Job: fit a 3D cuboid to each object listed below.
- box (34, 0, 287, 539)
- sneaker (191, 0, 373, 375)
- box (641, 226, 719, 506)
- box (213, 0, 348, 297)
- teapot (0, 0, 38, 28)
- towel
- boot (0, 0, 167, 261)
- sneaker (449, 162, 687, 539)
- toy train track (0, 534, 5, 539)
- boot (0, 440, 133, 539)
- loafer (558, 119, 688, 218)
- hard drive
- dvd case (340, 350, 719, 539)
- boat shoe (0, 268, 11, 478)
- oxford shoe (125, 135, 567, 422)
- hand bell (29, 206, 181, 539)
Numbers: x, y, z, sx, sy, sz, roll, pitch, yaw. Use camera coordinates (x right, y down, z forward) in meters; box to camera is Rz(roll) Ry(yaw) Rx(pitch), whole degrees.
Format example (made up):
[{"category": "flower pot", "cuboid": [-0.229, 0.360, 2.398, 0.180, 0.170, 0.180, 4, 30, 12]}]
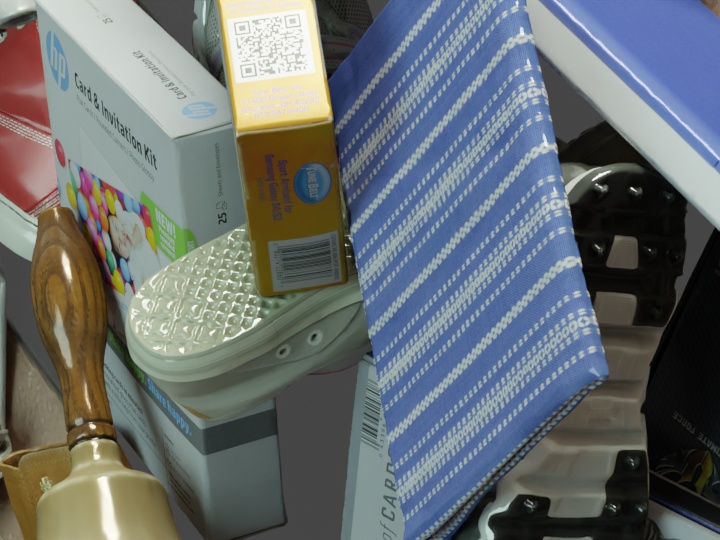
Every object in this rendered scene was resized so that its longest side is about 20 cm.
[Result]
[{"category": "box", "cuboid": [-0.086, -0.004, 1.283, 0.156, 0.041, 0.201, 45, 144, 51]}, {"category": "sneaker", "cuboid": [-0.016, -0.059, 1.247, 0.088, 0.081, 0.201, 159, 100, -73]}, {"category": "box", "cuboid": [0.178, 0.097, 1.082, 0.200, 0.051, 0.158, 42, 120, 38]}, {"category": "box", "cuboid": [-0.037, -0.106, 1.135, 0.119, 0.041, 0.201, 85, 178, -61]}, {"category": "teapot", "cuboid": [-0.194, -0.211, 1.397, 0.197, 0.200, 0.147, 9, 125, 27]}, {"category": "towel", "cuboid": [0.037, -0.019, 1.044, 0.145, 0.024, 0.201, 129, 138, -52]}, {"category": "boot", "cuboid": [-0.174, -0.108, 1.434, 0.200, 0.072, 0.145, 33, 111, 32]}, {"category": "sneaker", "cuboid": [0.064, 0.051, 1.075, 0.090, 0.066, 0.201, -147, 65, -63]}, {"category": "toy train track", "cuboid": [-0.224, 0.089, 1.424, 0.115, 0.033, 0.200, -45, 75, 13]}, {"category": "boot", "cuboid": [-0.093, 0.141, 1.319, 0.201, 0.071, 0.145, -1, 109, 52]}, {"category": "loafer", "cuboid": [0.090, 0.034, 1.163, 0.068, 0.076, 0.201, 39, 125, 37]}, {"category": "hard drive", "cuboid": [0.114, -0.073, 1.094, 0.200, 0.132, 0.025, 48, 115, 35]}, {"category": "dvd case", "cuboid": [0.067, 0.132, 1.140, 0.200, 0.025, 0.151, 26, 119, 40]}, {"category": "boat shoe", "cuboid": [-0.206, 0.087, 1.463, 0.070, 0.071, 0.201, 3, 85, 48]}, {"category": "oxford shoe", "cuboid": [0.000, 0.000, 1.179, 0.075, 0.200, 0.058, 53, 163, 38]}, {"category": "hand bell", "cuboid": [-0.116, 0.066, 1.270, 0.104, 0.104, 0.201, -34, 57, 39]}]
